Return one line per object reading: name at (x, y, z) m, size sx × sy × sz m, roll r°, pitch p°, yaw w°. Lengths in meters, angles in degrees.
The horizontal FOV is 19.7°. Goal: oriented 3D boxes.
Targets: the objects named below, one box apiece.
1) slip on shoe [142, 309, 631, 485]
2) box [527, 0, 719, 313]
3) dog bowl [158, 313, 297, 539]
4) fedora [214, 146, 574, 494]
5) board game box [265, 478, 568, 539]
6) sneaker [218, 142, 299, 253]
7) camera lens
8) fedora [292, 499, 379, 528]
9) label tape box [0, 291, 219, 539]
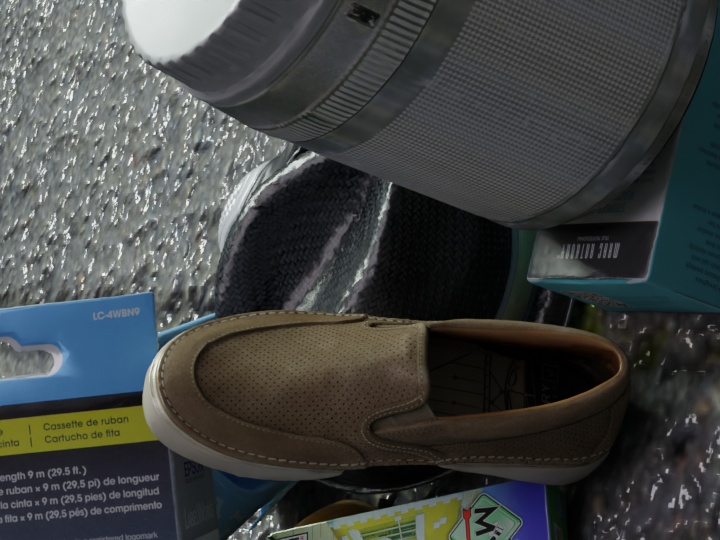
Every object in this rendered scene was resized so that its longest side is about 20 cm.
slip on shoe at (0.013, 0.047, 0.841) m, size 0.061 × 0.199 × 0.076 m, roll 113°, pitch 163°, yaw -55°
box at (0.134, -0.084, 0.871) m, size 0.082 × 0.049 × 0.201 m, roll 0°, pitch 74°, yaw 59°
dog bowl at (-0.077, 0.077, 1.012) m, size 0.049 × 0.200 × 0.112 m, roll -34°, pitch 87°, yaw 15°
fedora at (0.000, 0.000, 0.936) m, size 0.200 × 0.091 × 0.202 m, roll -6°, pitch 78°, yaw 31°
board game box at (0.026, 0.192, 0.852) m, size 0.134 × 0.029 × 0.201 m, roll -15°, pitch 56°, yaw 20°
sneaker at (-0.004, -0.043, 1.051) m, size 0.200 × 0.075 × 0.114 m, roll -58°, pitch 33°, yaw 32°
camera lens at (0.027, -0.114, 0.812) m, size 0.160 × 0.199 × 0.161 m, roll -35°, pitch 45°, yaw 45°
fedora at (-0.041, 0.199, 0.962) m, size 0.200 × 0.082 × 0.201 m, roll -34°, pitch 46°, yaw 45°
label tape box at (-0.135, 0.116, 0.893) m, size 0.143 × 0.066 × 0.201 m, roll -7°, pitch 87°, yaw 13°
